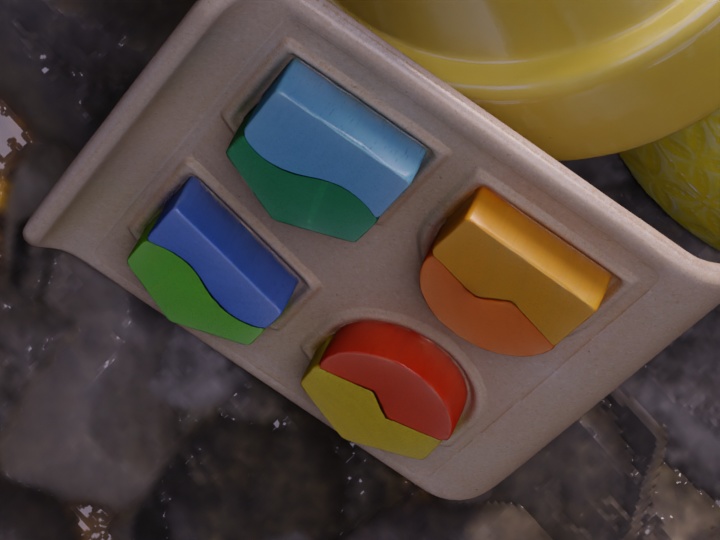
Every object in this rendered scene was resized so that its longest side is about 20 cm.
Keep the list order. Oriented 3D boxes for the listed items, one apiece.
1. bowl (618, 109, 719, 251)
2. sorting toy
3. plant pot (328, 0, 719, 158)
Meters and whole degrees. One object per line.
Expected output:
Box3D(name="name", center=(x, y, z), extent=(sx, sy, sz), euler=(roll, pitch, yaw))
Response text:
Box3D(name="bowl", center=(0.187, -0.097, 1.079), extent=(0.199, 0.108, 0.201), euler=(0, 90, -12))
Box3D(name="sorting toy", center=(0.000, 0.000, 1.011), extent=(0.200, 0.185, 0.037), euler=(30, 53, -11))
Box3D(name="plant pot", center=(0.046, -0.159, 0.964), extent=(0.200, 0.189, 0.202), euler=(-6, 71, 17))
